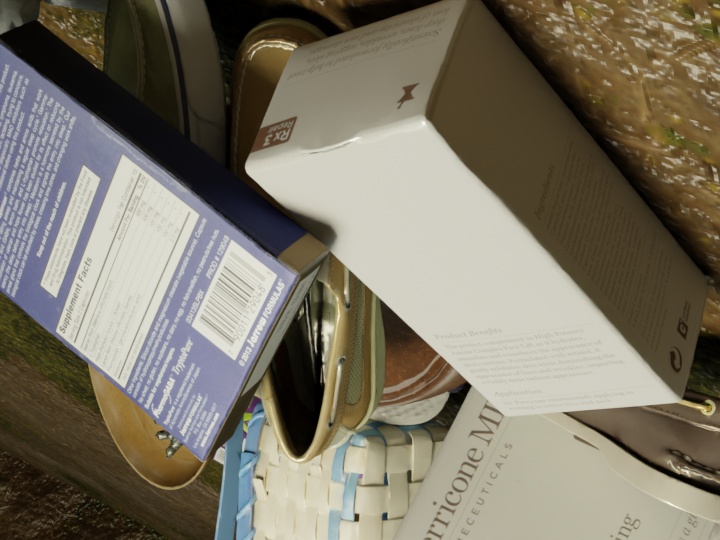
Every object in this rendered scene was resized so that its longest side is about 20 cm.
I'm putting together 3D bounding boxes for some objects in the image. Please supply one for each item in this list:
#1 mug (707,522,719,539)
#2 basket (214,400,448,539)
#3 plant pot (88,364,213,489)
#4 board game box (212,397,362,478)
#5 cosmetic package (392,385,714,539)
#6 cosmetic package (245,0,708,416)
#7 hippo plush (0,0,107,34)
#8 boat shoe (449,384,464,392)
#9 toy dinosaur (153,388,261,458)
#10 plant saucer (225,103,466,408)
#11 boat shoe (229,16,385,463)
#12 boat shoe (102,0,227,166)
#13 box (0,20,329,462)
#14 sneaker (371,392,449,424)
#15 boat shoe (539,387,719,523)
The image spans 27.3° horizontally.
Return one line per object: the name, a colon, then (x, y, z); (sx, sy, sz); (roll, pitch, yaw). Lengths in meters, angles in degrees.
mug: (0.268, 0.156, 0.708); (0.198, 0.149, 0.175); (3, 173, -16)
basket: (-0.033, 0.163, 1.028); (0.199, 0.178, 0.138); (8, -175, 43)
plant pot: (-0.149, 0.061, 1.106); (0.027, 0.202, 0.199); (-10, -169, -37)
board game box: (-0.040, 0.116, 1.141); (0.119, 0.032, 0.201); (32, 140, 5)
cosmetic package: (0.141, 0.173, 0.889); (0.198, 0.166, 0.165); (22, 161, 21)
cosmetic package: (0.056, -0.019, 0.633); (0.101, 0.075, 0.200); (-9, 138, 40)
hippo plush: (-0.240, -0.144, 0.724); (0.160, 0.200, 0.161); (50, 178, -36)
boat shoe: (0.000, 0.000, 0.840); (0.092, 0.075, 0.201); (-7, 138, 19)
toy dinosaur: (-0.096, 0.067, 0.916); (0.200, 0.087, 0.048); (34, 143, 57)
plant saucer: (-0.017, 0.002, 0.758); (0.198, 0.035, 0.202); (13, 132, 14)
boat shoe: (-0.027, -0.010, 0.668); (0.071, 0.076, 0.202); (-3, 108, 22)
boat shoe: (-0.102, -0.048, 0.693); (0.072, 0.062, 0.202); (32, 129, 52)
box: (-0.117, -0.021, 0.650); (0.199, 0.032, 0.122); (37, 128, 10)
sneaker: (-0.028, 0.026, 0.960); (0.199, 0.074, 0.082); (35, -173, -16)
boat shoe: (0.133, 0.063, 0.770); (0.071, 0.060, 0.200); (18, -172, -29)
